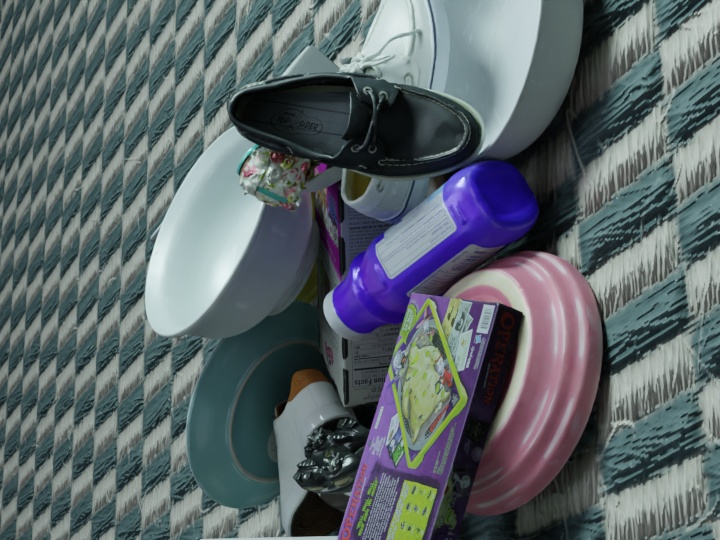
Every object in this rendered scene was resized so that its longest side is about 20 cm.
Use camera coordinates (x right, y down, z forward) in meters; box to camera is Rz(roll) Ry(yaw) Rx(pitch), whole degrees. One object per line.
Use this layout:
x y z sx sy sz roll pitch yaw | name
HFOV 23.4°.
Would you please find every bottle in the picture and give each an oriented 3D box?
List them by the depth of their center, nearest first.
0.048 -0.011 1.351 0.200 0.083 0.065 -38 77 40 | bottle

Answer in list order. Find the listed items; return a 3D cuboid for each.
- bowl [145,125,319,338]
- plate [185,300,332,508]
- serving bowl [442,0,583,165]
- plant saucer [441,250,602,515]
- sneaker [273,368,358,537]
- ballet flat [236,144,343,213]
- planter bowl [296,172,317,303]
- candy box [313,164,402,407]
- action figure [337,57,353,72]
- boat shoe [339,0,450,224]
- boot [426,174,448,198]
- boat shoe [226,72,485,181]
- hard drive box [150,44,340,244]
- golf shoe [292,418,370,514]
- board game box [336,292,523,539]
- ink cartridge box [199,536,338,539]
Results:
-0.099 -0.021 1.509 0.201 0.090 0.201 -40 36 38 | bowl
-0.077 0.126 1.584 0.026 0.200 0.201 18 101 39 | plate
0.118 -0.177 1.343 0.200 0.066 0.201 -173 90 -68 | serving bowl
0.095 0.078 1.282 0.200 0.051 0.201 -35 45 46 | plant saucer
-0.042 0.165 1.573 0.200 0.073 0.085 101 148 -44 | sneaker
-0.020 -0.110 1.419 0.200 0.064 0.076 -44 -14 -33 | ballet flat
-0.077 -0.004 1.694 0.200 0.083 0.200 -50 7 8 | planter bowl
0.000 0.000 1.497 0.136 0.061 0.201 -118 26 -67 | candy box
-0.003 -0.094 1.612 0.118 0.055 0.201 106 164 -77 | action figure
0.012 -0.142 1.367 0.075 0.086 0.203 2 81 47 | boat shoe
0.061 -0.100 1.460 0.187 0.064 0.200 104 164 -50 | boot
-0.009 -0.112 1.300 0.066 0.199 0.075 6 -83 -73 | boat shoe
-0.100 -0.103 1.696 0.156 0.077 0.200 -41 12 53 | hard drive box
0.042 0.165 1.426 0.200 0.095 0.078 -9 42 44 | golf shoe
0.048 0.117 1.258 0.120 0.032 0.201 8 79 56 | board game box
-0.070 0.335 1.468 0.200 0.147 0.145 101 165 -51 | ink cartridge box
